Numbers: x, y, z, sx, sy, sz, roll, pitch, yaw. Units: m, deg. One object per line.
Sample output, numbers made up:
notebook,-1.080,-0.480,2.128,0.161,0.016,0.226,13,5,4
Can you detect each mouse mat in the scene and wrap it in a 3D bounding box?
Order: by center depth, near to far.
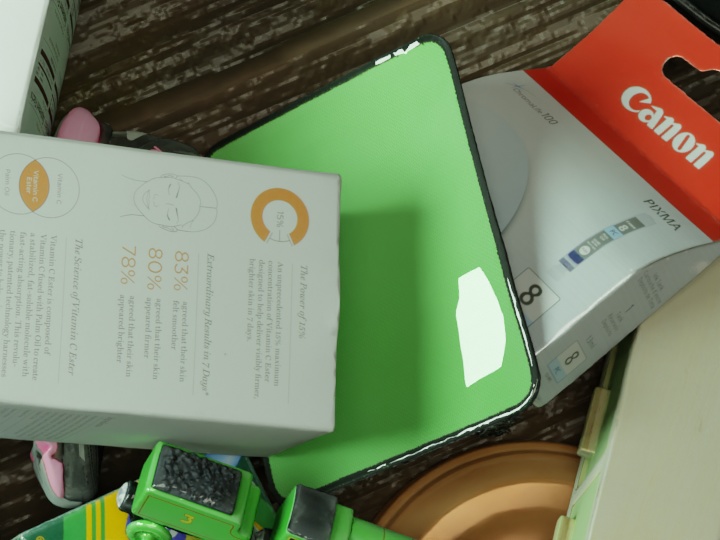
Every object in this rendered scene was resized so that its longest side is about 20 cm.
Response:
mouse mat,0.000,0.000,1.141,0.160,0.008,0.201,-25,66,28

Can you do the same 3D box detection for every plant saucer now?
plant saucer,0.088,0.185,1.171,0.199,0.037,0.201,1,82,-4

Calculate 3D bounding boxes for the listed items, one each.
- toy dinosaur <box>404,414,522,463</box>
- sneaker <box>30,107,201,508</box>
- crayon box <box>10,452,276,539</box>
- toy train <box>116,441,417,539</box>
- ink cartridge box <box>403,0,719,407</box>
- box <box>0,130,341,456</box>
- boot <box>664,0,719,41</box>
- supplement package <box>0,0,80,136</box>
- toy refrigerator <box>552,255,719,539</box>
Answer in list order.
toy dinosaur,0.028,0.050,1.180,0.199,0.048,0.088,-23,67,-5
sneaker,-0.119,0.021,1.166,0.095,0.079,0.201,7,83,-15
crayon box,-0.076,0.198,1.130,0.125,0.052,0.201,-24,85,-29
toy train,-0.019,0.132,1.106,0.199,0.056,0.042,20,51,-11
ink cartridge box,0.110,-0.051,1.156,0.200,0.047,0.160,-41,53,-4
box,-0.118,0.014,1.080,0.199,0.097,0.125,7,75,-21
boot,0.179,-0.185,1.165,0.210,0.158,0.080,30,81,0
supplement package,-0.232,-0.165,1.138,0.190,0.147,0.201,13,82,-2
toy refrigerator,0.143,0.089,1.138,0.070,0.076,0.201,18,64,-2
